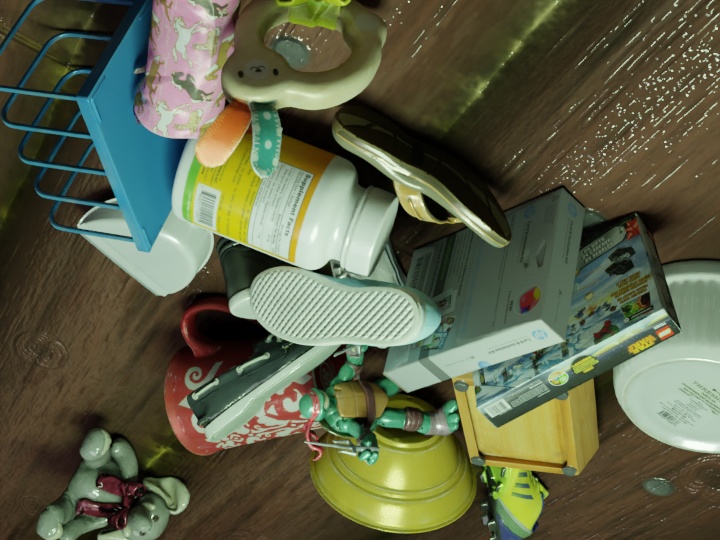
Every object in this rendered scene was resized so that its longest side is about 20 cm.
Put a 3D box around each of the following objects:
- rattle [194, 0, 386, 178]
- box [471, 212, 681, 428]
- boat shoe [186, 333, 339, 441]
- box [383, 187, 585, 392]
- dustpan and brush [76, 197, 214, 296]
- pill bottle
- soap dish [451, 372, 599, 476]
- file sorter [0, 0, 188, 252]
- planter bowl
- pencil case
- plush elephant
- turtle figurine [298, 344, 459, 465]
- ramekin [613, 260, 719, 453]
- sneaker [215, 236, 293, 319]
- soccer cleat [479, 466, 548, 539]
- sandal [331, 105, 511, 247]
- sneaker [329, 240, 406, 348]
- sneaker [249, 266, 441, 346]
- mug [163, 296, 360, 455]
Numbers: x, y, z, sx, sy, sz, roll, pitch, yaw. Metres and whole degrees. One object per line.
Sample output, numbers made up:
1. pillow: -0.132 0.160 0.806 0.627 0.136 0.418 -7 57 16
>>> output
1. rattle: -0.055 -0.185 1.065 0.130 0.200 0.143 44 147 2
2. box: 0.193 0.047 1.264 0.199 0.138 0.040 -30 126 23
3. boat shoe: -0.100 0.102 1.449 0.061 0.199 0.076 54 180 14
4. box: 0.118 0.021 1.296 0.041 0.157 0.199 37 139 -28
5. dustpan and brush: -0.193 -0.045 1.441 0.199 0.058 0.139 -13 135 44
6. pill bottle: -0.069 -0.068 1.283 0.198 0.112 0.112 21 144 7
7. soap dish: 0.179 0.144 1.490 0.155 0.082 0.201 5 140 18
8. file sorter: -0.248 -0.142 1.265 0.121 0.140 0.201 9 143 18
9. planter bowl: 0.044 0.201 1.553 0.198 0.201 0.084 14 122 6
10. pencil case: -0.146 -0.210 1.146 0.086 0.083 0.201 14 130 -2
11. plush elephant: -0.335 0.329 1.886 0.154 0.166 0.200 30 173 6
12. turtle figurine: 0.006 0.139 1.464 0.198 0.152 0.100 0 164 -33
13. ramekin: 0.344 0.094 1.335 0.198 0.106 0.201 11 143 9
14. sneaker: -0.082 0.005 1.444 0.070 0.100 0.199 -26 158 23
15. soccer cleat: 0.194 0.267 1.673 0.083 0.065 0.201 -12 138 -9
16. sandal: 0.054 -0.080 1.254 0.199 0.081 0.054 31 121 -7
17. sneaker: 0.000 0.000 1.390 0.072 0.071 0.201 -9 133 32
18. sneaker: -0.013 0.041 1.304 0.198 0.075 0.082 12 -179 31
19. mug: -0.121 0.124 1.555 0.198 0.134 0.178 -11 136 29
